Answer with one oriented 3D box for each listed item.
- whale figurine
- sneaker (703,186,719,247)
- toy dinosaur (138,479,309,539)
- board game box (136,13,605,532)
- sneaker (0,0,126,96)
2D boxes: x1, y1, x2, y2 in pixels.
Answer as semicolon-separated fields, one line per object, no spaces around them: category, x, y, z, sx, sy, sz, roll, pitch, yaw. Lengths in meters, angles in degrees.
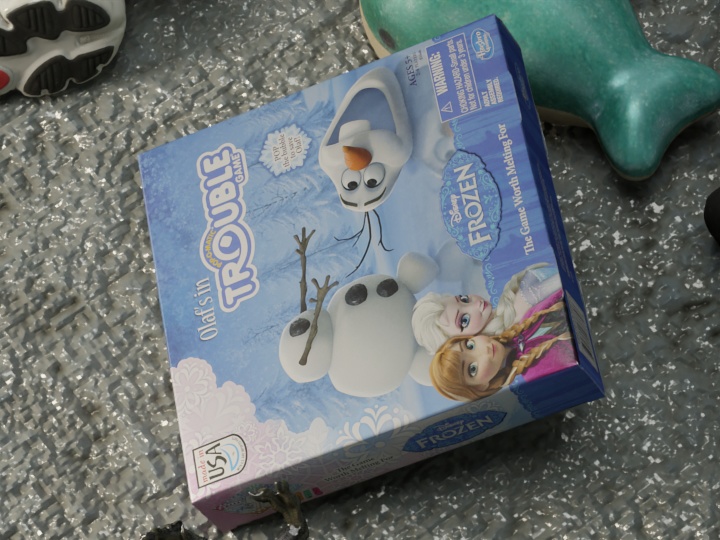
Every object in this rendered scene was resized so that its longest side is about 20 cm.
whale figurine;0.090;-0.133;1.507;0.200;0.104;0.159;39;67;22
sneaker;0.218;0.038;1.418;0.090;0.076;0.200;-34;60;-8
toy dinosaur;-0.051;0.149;1.370;0.199;0.047;0.089;-20;85;-11
board game box;0.000;0.000;1.427;0.198;0.043;0.201;-21;57;15
sneaker;-0.222;-0.127;1.547;0.198;0.081;0.084;-7;41;-10
